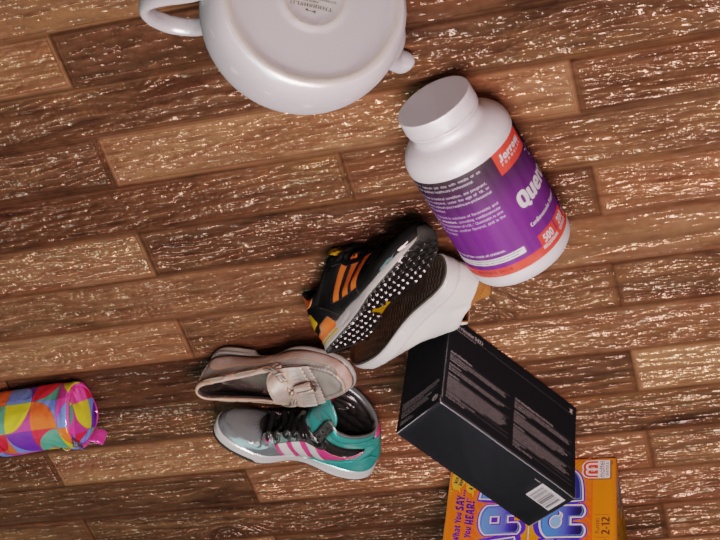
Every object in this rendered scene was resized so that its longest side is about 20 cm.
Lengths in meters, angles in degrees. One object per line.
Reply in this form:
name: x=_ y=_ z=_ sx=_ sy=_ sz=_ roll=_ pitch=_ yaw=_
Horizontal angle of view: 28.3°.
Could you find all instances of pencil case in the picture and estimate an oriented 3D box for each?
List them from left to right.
pencil case: x=-0.414 y=0.188 z=1.725 sx=0.199 sy=0.088 sz=0.089 roll=-7 pitch=127 yaw=17

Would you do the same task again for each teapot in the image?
teapot: x=-0.064 y=-0.224 z=1.290 sx=0.200 sy=0.197 sz=0.146 roll=51 pitch=160 yaw=-4

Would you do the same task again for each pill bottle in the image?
pill bottle: x=0.117 y=-0.088 z=1.390 sx=0.112 sy=0.113 sz=0.200 roll=-20 pitch=123 yaw=23

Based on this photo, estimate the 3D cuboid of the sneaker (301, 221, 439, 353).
sneaker: x=0.000 y=0.000 z=1.501 sx=0.090 sy=0.070 sz=0.200 roll=55 pitch=131 yaw=20

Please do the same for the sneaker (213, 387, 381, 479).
sneaker: x=-0.063 y=0.175 z=1.650 sx=0.199 sy=0.084 sz=0.121 roll=12 pitch=135 yaw=-10

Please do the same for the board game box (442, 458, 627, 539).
board game box: x=0.212 y=0.365 z=1.682 sx=0.199 sy=0.200 sz=0.200 roll=-4 pitch=127 yaw=13

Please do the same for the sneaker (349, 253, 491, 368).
sneaker: x=0.067 y=0.057 z=1.543 sx=0.085 sy=0.073 sz=0.200 roll=17 pitch=143 yaw=-31

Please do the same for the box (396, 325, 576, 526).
box: x=0.143 y=0.166 z=1.573 sx=0.200 sy=0.141 sz=0.079 roll=37 pitch=128 yaw=-19

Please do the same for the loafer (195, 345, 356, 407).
loafer: x=-0.098 y=0.128 z=1.596 sx=0.200 sy=0.063 sz=0.072 roll=0 pitch=125 yaw=36
